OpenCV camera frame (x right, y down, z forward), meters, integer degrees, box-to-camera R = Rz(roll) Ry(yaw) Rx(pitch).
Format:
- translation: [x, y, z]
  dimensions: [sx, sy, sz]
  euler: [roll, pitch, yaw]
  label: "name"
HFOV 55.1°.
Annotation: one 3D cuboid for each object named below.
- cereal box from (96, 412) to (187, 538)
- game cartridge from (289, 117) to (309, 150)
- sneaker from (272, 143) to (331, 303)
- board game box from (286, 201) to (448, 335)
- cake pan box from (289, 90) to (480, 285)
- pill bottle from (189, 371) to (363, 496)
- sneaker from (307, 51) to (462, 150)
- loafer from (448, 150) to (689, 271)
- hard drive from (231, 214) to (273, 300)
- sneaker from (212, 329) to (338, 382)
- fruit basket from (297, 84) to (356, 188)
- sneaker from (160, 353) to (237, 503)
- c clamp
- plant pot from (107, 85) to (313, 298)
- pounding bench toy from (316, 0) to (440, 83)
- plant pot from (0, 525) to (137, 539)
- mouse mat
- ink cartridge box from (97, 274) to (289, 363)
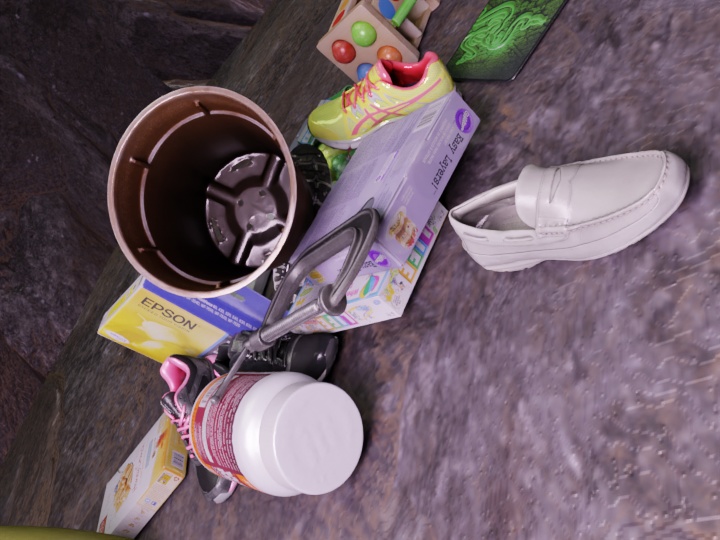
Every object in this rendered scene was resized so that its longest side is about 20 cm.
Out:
- translation: [-0.315, 0.305, 1.000]
  dimensions: [0.201, 0.039, 0.145]
  euler: [-50, 25, 16]
  label: "cereal box"
- translation: [-0.098, -0.193, 1.201]
  dimensions: [0.132, 0.041, 0.204]
  euler: [-20, 43, 60]
  label: "game cartridge"
- translation: [-0.087, -0.065, 0.915]
  dimensions: [0.089, 0.076, 0.206]
  euler: [-146, 64, -73]
  label: "sneaker"
- translation: [0.000, 0.000, 0.763]
  dimensions: [0.198, 0.034, 0.136]
  euler: [-19, 38, 55]
  label: "board game box"
- translation: [0.023, -0.086, 0.739]
  dimensions: [0.182, 0.052, 0.203]
  euler: [-13, 44, 56]
  label: "cake pan box"
- translation: [-0.085, 0.154, 0.663]
  dimensions: [0.198, 0.109, 0.112]
  euler: [-13, 48, 57]
  label: "pill bottle"
- translation: [0.020, -0.215, 0.838]
  dimensions: [0.195, 0.091, 0.080]
  euler: [-14, 51, 15]
  label: "sneaker"
- translation: [0.145, -0.046, 0.517]
  dimensions: [0.198, 0.069, 0.071]
  euler: [-22, 41, 53]
  label: "loafer"
- translation: [-0.183, 0.000, 1.136]
  dimensions: [0.131, 0.026, 0.204]
  euler: [-32, 34, 44]
  label: "hard drive"
- translation: [-0.107, 0.105, 0.788]
  dimensions: [0.198, 0.087, 0.077]
  euler: [-27, 36, 47]
  label: "sneaker"
- translation: [-0.005, -0.182, 0.943]
  dimensions: [0.188, 0.093, 0.199]
  euler: [-59, 28, -8]
  label: "fruit basket"
- translation: [-0.200, 0.183, 0.831]
  dimensions: [0.079, 0.094, 0.203]
  euler: [-43, 46, 21]
  label: "sneaker"
- translation: [-0.053, 0.029, 0.639]
  dimensions: [0.199, 0.027, 0.173]
  euler: [-35, 25, 44]
  label: "c clamp"
- translation: [-0.143, -0.077, 0.766]
  dimensions: [0.202, 0.199, 0.198]
  euler: [-53, -6, 5]
  label: "plant pot"
- translation: [0.048, -0.392, 1.055]
  dimensions: [0.198, 0.123, 0.159]
  euler: [-23, 40, 51]
  label: "pounding bench toy"
- translation: [-0.355, 0.378, 0.793]
  dimensions: [0.187, 0.198, 0.189]
  euler: [-42, 27, 28]
  label: "plant pot"
- translation: [0.178, -0.297, 0.837]
  dimensions: [0.163, 0.007, 0.200]
  euler: [-56, 23, 3]
  label: "mouse mat"
- translation: [-0.212, 0.072, 0.897]
  dimensions: [0.199, 0.195, 0.048]
  euler: [-33, 35, 42]
  label: "ink cartridge box"
